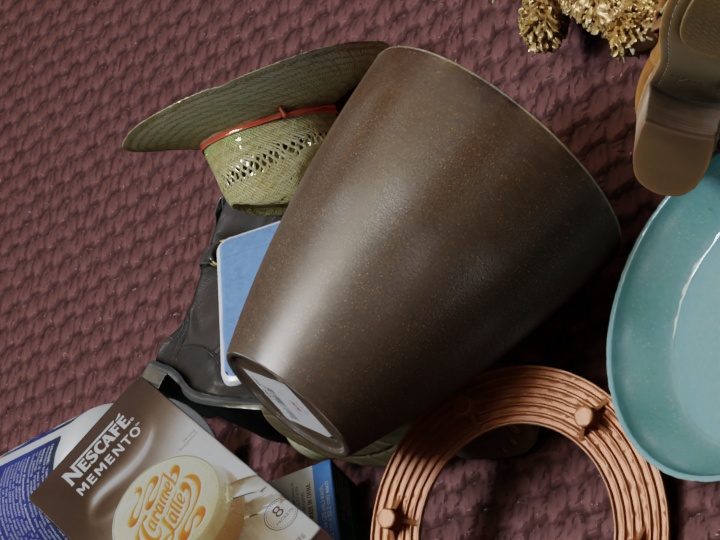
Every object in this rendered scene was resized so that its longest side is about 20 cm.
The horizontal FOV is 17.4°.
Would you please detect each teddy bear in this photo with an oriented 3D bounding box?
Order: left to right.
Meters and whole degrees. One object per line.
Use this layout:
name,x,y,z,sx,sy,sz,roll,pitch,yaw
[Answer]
teddy bear,0.143,-0.200,1.490,0.145,0.067,0.200,-52,37,19

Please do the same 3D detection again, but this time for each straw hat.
straw hat,-0.059,-0.083,1.649,0.201,0.201,0.085,-28,80,45

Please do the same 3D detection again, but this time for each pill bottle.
pill bottle,-0.189,0.161,1.705,0.200,0.116,0.116,-27,51,50

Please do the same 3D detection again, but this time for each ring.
ring,0.086,0.152,1.357,0.200,0.019,0.201,-9,74,32

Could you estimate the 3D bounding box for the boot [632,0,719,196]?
boot,0.208,-0.154,1.310,0.155,0.077,0.200,-70,-4,-50

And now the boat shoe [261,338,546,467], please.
boat shoe,0.030,0.078,1.478,0.200,0.072,0.068,-5,48,35

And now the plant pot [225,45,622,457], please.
plant pot,0.019,0.005,1.383,0.200,0.187,0.187,-50,30,-15

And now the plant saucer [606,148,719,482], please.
plant saucer,0.216,0.023,1.289,0.200,0.036,0.200,-31,49,43

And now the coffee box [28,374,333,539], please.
coffee box,-0.105,0.171,1.499,0.114,0.080,0.200,-48,48,-8

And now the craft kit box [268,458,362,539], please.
craft kit box,-0.087,0.244,1.522,0.197,0.049,0.200,-19,52,16

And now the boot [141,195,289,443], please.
boot,-0.072,0.023,1.675,0.200,0.069,0.174,14,76,49

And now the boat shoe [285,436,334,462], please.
boat shoe,-0.009,0.029,1.576,0.065,0.072,0.200,-22,49,49

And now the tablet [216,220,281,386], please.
tablet,0.000,0.000,1.535,0.200,0.014,0.130,-18,45,13
